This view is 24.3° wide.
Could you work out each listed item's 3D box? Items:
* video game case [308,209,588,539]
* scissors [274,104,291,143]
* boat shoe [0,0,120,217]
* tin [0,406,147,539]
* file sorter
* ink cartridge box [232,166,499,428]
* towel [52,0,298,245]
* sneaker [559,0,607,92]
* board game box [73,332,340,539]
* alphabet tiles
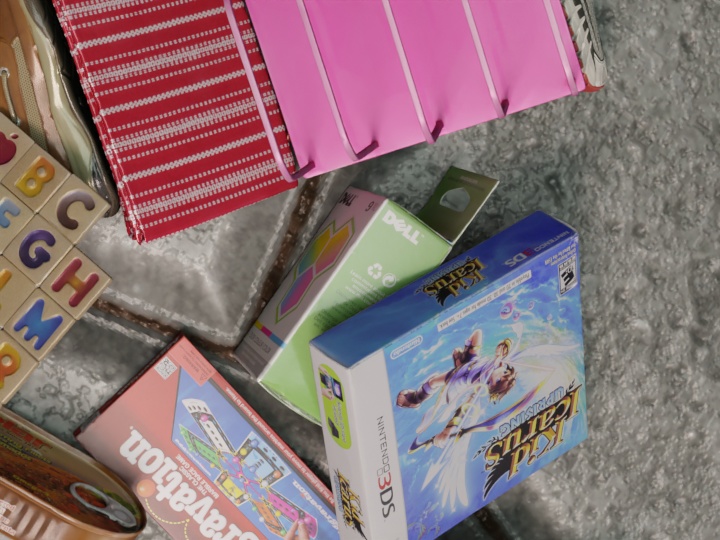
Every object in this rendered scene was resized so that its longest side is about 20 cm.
[{"bbox_3d":[0.066,0.082,1.115,0.200,0.045,0.182,-29,131,-27],"label":"video game case"},{"bbox_3d":[-0.057,-0.089,1.146,0.200,0.014,0.073,-44,104,-5],"label":"scissors"},{"bbox_3d":[-0.216,-0.121,1.075,0.074,0.076,0.200,-18,97,6],"label":"boat shoe"},{"bbox_3d":[-0.232,0.126,1.076,0.200,0.112,0.042,32,104,-7],"label":"tin"},{"bbox_3d":[0.028,-0.148,1.061,0.200,0.125,0.139,-17,97,9],"label":"file sorter"},{"bbox_3d":[0.000,0.000,1.124,0.059,0.104,0.200,36,88,-16],"label":"ink cartridge box"},{"bbox_3d":[-0.123,-0.130,1.086,0.144,0.022,0.200,-24,99,-39],"label":"towel"},{"bbox_3d":[0.144,-0.220,1.146,0.082,0.078,0.200,-18,105,-19],"label":"sneaker"},{"bbox_3d":[-0.094,0.150,1.165,0.103,0.019,0.200,-43,104,-4],"label":"board game box"},{"bbox_3d":[-0.254,0.005,1.028,0.166,0.006,0.200,39,85,18],"label":"alphabet tiles"}]
